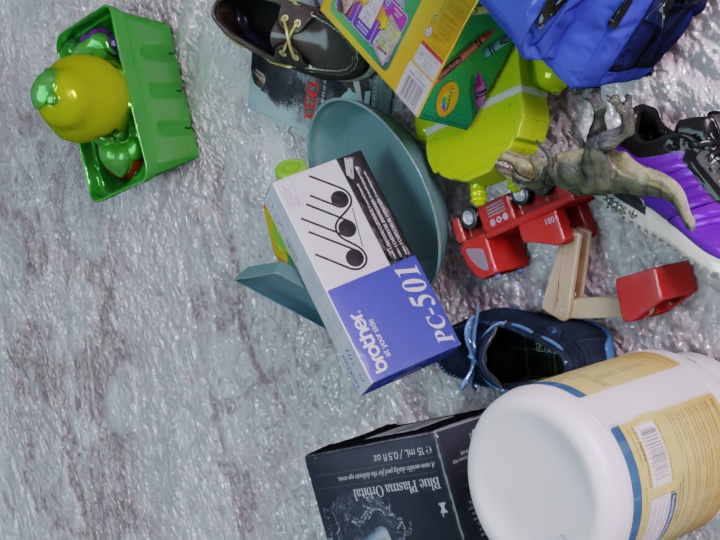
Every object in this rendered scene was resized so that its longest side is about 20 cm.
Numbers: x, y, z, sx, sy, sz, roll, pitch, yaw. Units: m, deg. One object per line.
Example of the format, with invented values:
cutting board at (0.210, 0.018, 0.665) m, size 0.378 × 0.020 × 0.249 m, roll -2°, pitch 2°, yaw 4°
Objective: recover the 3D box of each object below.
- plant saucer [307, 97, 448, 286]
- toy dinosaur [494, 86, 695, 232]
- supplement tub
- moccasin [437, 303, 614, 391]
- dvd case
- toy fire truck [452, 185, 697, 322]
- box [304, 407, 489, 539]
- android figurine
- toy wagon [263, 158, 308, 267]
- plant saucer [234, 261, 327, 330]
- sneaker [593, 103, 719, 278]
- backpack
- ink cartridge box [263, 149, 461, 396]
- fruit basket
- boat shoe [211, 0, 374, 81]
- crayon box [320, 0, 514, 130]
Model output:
plant saucer at (0.022, -0.072, 1.259) m, size 0.200 × 0.036 × 0.201 m, roll 40°, pitch 144°, yaw 37°
toy dinosaur at (0.181, -0.091, 1.013) m, size 0.200 × 0.047 × 0.089 m, roll 19°, pitch 114°, yaw 53°
supplement tub at (0.194, 0.140, 1.015) m, size 0.144 × 0.199 × 0.146 m, roll 14°, pitch 109°, yaw 47°
moccasin at (0.127, 0.066, 1.175) m, size 0.200 × 0.068 × 0.081 m, roll -12°, pitch 90°, yaw 52°
dvd case at (-0.040, -0.206, 1.342) m, size 0.200 × 0.022 × 0.147 m, roll 27°, pitch 119°, yaw 41°
toy fire truck at (0.170, -0.012, 1.123) m, size 0.200 × 0.049 × 0.142 m, roll -26°, pitch 79°, yaw 49°
box at (0.071, 0.240, 1.249) m, size 0.196 × 0.117 × 0.201 m, roll -20°, pitch 85°, yaw 49°
android figurine at (0.105, -0.156, 1.142) m, size 0.182 × 0.041 × 0.201 m, roll -23°, pitch 68°, yaw 49°
toy wagon at (-0.026, -0.014, 1.307) m, size 0.200 × 0.039 × 0.156 m, roll 35°, pitch 146°, yaw 46°
plant saucer at (-0.021, 0.040, 1.268) m, size 0.070 × 0.200 × 0.019 m, roll -8°, pitch 58°, yaw 50°
sneaker at (0.258, -0.063, 0.993) m, size 0.200 × 0.069 × 0.100 m, roll 35°, pitch 121°, yaw 39°
backpack at (0.180, -0.247, 0.970) m, size 0.163 × 0.167 × 0.200 m, roll 51°, pitch 129°, yaw 19°
ink cartridge box at (0.000, 0.000, 1.198) m, size 0.201 × 0.094 × 0.044 m, roll 64°, pitch 157°, yaw 12°
fruit basket at (-0.294, -0.184, 1.504) m, size 0.155 × 0.215 × 0.217 m, roll -15°, pitch 87°, yaw 49°
boat shoe at (-0.066, -0.226, 1.303) m, size 0.201 × 0.060 × 0.072 m, roll 28°, pitch 119°, yaw 42°
crayon box at (0.050, -0.223, 1.147) m, size 0.119 × 0.058 × 0.200 m, roll -62°, pitch 41°, yaw 25°
